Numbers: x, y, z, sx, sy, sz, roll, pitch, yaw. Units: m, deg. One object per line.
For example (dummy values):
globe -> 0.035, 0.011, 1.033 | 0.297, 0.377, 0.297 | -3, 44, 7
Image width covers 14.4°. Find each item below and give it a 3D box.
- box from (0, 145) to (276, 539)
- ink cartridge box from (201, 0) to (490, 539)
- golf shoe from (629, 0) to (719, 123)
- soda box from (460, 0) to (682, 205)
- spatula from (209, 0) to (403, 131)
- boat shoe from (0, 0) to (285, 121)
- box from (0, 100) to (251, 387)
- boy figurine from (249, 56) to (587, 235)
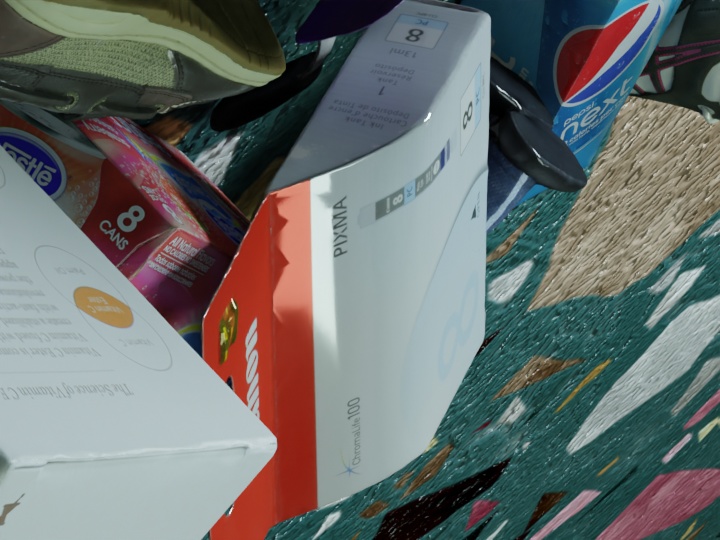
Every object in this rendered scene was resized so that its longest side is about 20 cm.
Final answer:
box -> -0.150, 0.020, 0.790 | 0.106, 0.200, 0.152 | -49, 161, 15
ink cartridge box -> -0.002, 0.019, 1.037 | 0.200, 0.047, 0.160 | -63, 159, -47
golf shoe -> 0.140, -0.099, 1.292 | 0.077, 0.088, 0.200 | -28, 178, -26
soda box -> 0.093, -0.120, 1.220 | 0.064, 0.068, 0.200 | -30, 157, -39
spatula -> -0.018, -0.082, 1.042 | 0.057, 0.021, 0.200 | -51, -173, -25
boat shoe -> -0.087, -0.082, 0.926 | 0.066, 0.072, 0.201 | -35, 168, 15
box -> -0.095, 0.002, 1.033 | 0.095, 0.100, 0.200 | -45, 162, 4
boy figurine -> 0.000, 0.000, 1.202 | 0.200, 0.124, 0.064 | -42, 145, 15
